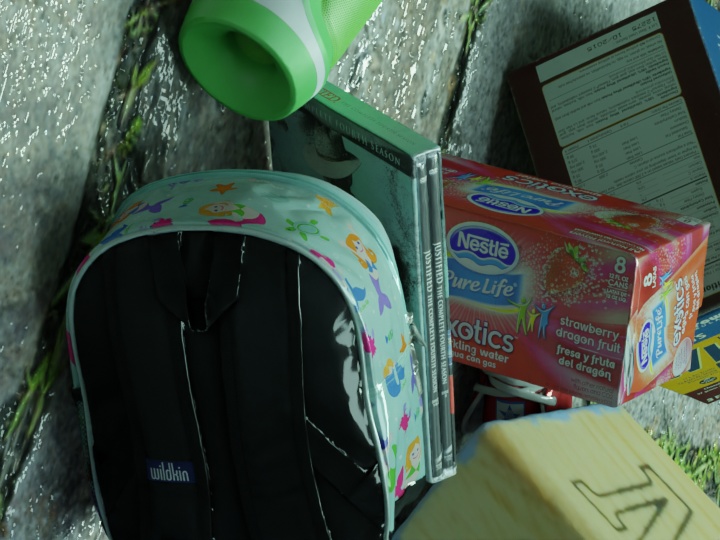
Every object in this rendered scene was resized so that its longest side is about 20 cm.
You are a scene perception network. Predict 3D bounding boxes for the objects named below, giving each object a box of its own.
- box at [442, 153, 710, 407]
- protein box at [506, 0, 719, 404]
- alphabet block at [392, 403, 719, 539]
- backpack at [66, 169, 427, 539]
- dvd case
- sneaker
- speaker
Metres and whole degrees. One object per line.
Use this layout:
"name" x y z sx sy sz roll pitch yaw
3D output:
"box" 0.092 0.002 1.760 0.100 0.199 0.096 -22 122 -55
"protein box" 0.218 -0.042 1.936 0.198 0.135 0.201 21 50 -60
"alphabet block" 0.131 0.221 1.860 0.196 0.200 0.196 -54 157 23
"backpack" -0.057 0.045 1.550 0.151 0.177 0.201 -63 146 -55
"dvd case" 0.000 0.000 1.649 0.022 0.146 0.201 -19 123 -29
"sneaker" 0.096 0.049 1.919 0.200 0.071 0.113 46 60 -59
"speaker" -0.016 -0.174 1.614 0.200 0.088 0.089 -55 145 -32
